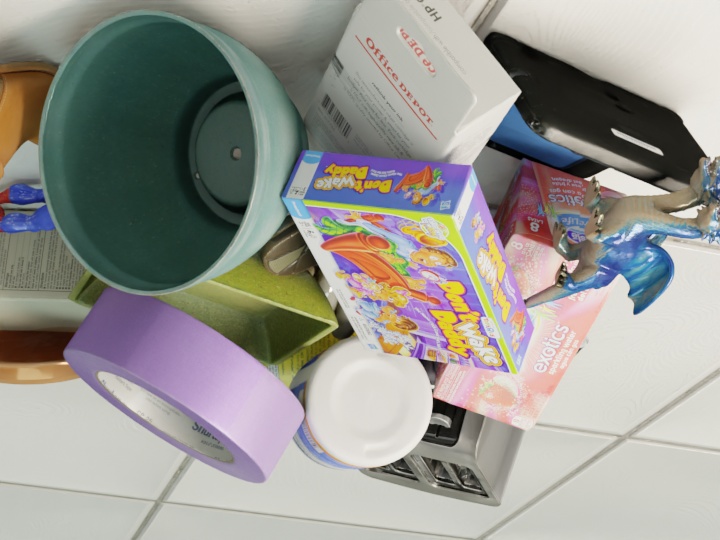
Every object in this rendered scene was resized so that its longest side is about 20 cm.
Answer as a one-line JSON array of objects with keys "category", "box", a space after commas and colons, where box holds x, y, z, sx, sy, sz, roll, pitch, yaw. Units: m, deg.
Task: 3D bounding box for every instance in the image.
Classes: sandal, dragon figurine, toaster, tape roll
[{"category": "sandal", "box": [-0.007, -0.060, 1.236, 0.199, 0.055, 0.082, -29, 149, -24]}, {"category": "dragon figurine", "box": [0.194, -0.010, 1.109, 0.099, 0.059, 0.201, 17, 135, -14]}, {"category": "toaster", "box": [0.074, 0.159, 1.632, 0.179, 0.119, 0.200, 11, 157, 22]}, {"category": "tape roll", "box": [-0.147, 0.097, 1.266, 0.199, 0.066, 0.200, 28, 161, 11]}]

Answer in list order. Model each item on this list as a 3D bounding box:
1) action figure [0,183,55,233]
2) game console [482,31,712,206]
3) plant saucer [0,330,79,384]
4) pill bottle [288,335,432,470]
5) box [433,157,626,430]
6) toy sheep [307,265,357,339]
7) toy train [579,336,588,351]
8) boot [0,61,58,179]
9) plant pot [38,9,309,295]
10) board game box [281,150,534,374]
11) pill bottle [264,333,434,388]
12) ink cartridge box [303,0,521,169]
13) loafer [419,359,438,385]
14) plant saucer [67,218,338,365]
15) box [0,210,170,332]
[{"category": "action figure", "box": [-0.241, -0.048, 1.335, 0.199, 0.066, 0.099, -15, 143, 33]}, {"category": "game console", "box": [0.156, -0.091, 1.169, 0.199, 0.176, 0.117, 18, 122, -30]}, {"category": "plant saucer", "box": [-0.306, 0.063, 1.452, 0.198, 0.201, 0.033, 2, 110, -1]}, {"category": "pill bottle", "box": [-0.008, 0.122, 1.363, 0.111, 0.113, 0.200, 6, 171, -9]}, {"category": "box", "box": [0.138, 0.023, 1.257, 0.094, 0.103, 0.201, 18, 133, -4]}, {"category": "toy sheep", "box": [0.000, 0.000, 1.342, 0.198, 0.139, 0.138, 16, 153, -5]}, {"category": "toy train", "box": [0.193, 0.108, 1.657, 0.056, 0.042, 0.200, -1, 156, -17]}, {"category": "boot", "box": [-0.279, -0.093, 1.139, 0.073, 0.156, 0.200, -12, 151, 25]}, {"category": "plant pot", "box": [-0.121, -0.087, 1.133, 0.199, 0.202, 0.134, -15, 176, 31]}, {"category": "board game box", "box": [0.040, -0.004, 1.122, 0.133, 0.045, 0.200, 7, 147, 27]}, {"category": "pill bottle", "box": [-0.024, 0.077, 1.519, 0.198, 0.113, 0.113, -1, 154, 7]}, {"category": "ink cartridge box", "box": [0.039, -0.126, 1.083, 0.068, 0.116, 0.200, -33, 169, -27]}, {"category": "loafer", "box": [0.129, 0.065, 1.484, 0.199, 0.073, 0.063, -21, -172, -41]}, {"category": "plant saucer", "box": [-0.132, 0.014, 1.276, 0.198, 0.048, 0.200, 19, 161, -14]}, {"category": "box", "box": [-0.267, 0.002, 1.407, 0.198, 0.096, 0.078, 3, 155, 2]}]
